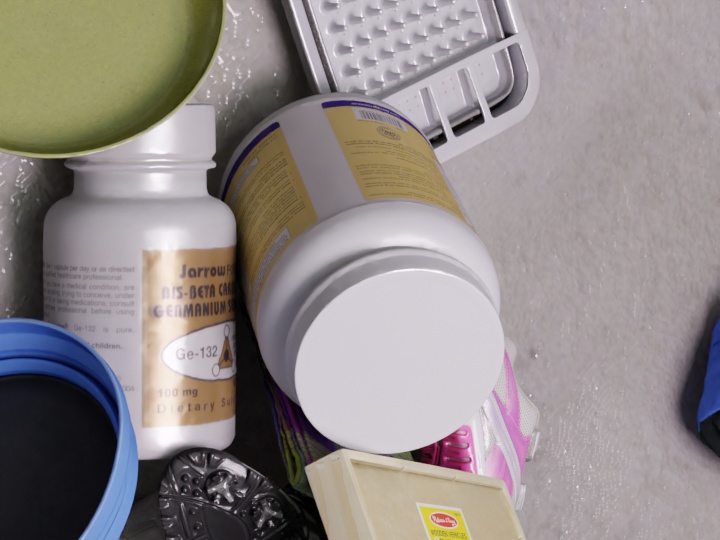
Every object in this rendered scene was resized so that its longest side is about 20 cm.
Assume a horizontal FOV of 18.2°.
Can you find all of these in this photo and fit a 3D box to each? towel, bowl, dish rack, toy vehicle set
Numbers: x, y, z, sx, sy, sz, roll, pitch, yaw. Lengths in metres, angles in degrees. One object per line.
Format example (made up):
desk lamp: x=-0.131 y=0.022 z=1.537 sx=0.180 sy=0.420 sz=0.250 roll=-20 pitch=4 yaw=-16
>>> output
towel: x=-0.010 y=0.105 z=1.371 sx=0.023 sy=0.201 sz=0.143 roll=-40 pitch=125 yaw=13
bowl: x=-0.211 y=0.119 z=1.218 sx=0.201 sy=0.200 sz=0.039 roll=-53 pitch=142 yaw=-19
dish rack: x=0.022 y=-0.168 z=1.447 sx=0.171 sy=0.043 sz=0.202 roll=-28 pitch=109 yaw=-29
toy vehicle set: x=0.049 y=0.173 z=1.289 sx=0.200 sy=0.026 sz=0.125 roll=19 pitch=47 yaw=-58

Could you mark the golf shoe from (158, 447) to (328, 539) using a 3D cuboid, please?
golf shoe: x=-0.060 y=0.159 z=1.328 sx=0.078 sy=0.095 sz=0.200 roll=-37 pitch=127 yaw=3

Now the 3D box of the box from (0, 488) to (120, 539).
box: x=-0.177 y=0.203 z=1.230 sx=0.125 sy=0.199 sz=0.098 roll=-52 pitch=139 yaw=-20

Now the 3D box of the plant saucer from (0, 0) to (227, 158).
plant saucer: x=-0.175 y=-0.145 z=1.262 sx=0.198 sy=0.031 sz=0.202 roll=3 pitch=64 yaw=-7

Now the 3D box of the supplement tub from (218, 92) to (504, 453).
supplement tub: x=0.000 y=0.000 z=1.327 sx=0.144 sy=0.200 sz=0.147 roll=-7 pitch=123 yaw=-11

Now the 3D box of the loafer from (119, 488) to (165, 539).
loafer: x=-0.081 y=0.224 z=1.374 sx=0.070 sy=0.070 sz=0.201 roll=-37 pitch=94 yaw=14

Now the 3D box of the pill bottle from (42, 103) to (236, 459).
pill bottle: x=-0.128 y=0.004 z=1.311 sx=0.114 sy=0.114 sz=0.202 roll=-2 pitch=95 yaw=-35

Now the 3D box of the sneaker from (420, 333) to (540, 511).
sneaker: x=0.083 y=0.125 z=1.490 sx=0.088 sy=0.081 sz=0.202 roll=-17 pitch=108 yaw=-36

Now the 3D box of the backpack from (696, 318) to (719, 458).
backpack: x=0.344 y=0.090 z=1.629 sx=0.199 sy=0.162 sz=0.169 roll=26 pitch=58 yaw=-25
